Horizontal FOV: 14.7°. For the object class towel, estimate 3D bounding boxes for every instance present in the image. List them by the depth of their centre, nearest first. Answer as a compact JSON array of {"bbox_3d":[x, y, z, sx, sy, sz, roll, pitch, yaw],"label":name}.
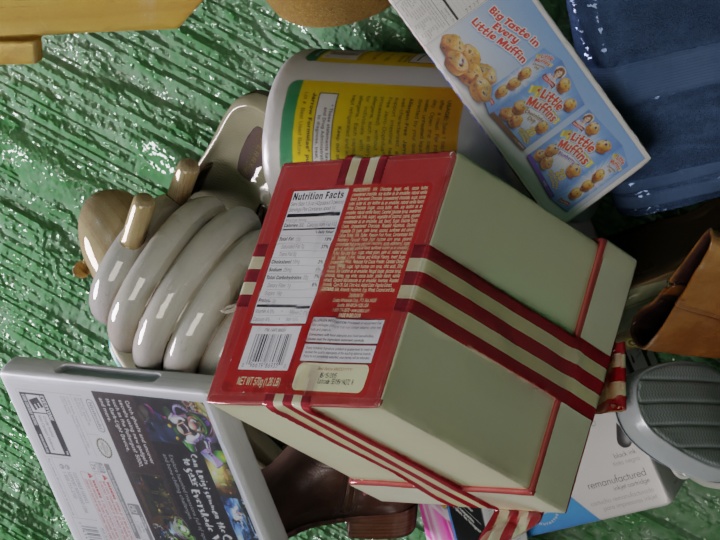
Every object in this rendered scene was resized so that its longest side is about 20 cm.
[{"bbox_3d":[0.184,-0.135,1.664,0.111,0.049,0.201,-11,114,5],"label":"towel"}]

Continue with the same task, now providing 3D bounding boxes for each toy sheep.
[{"bbox_3d":[-0.099,0.015,1.781,0.200,0.138,0.138,37,125,13],"label":"toy sheep"}]

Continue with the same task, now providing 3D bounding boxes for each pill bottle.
[{"bbox_3d":[0.049,-0.078,1.736,0.199,0.113,0.113,4,117,23],"label":"pill bottle"}]

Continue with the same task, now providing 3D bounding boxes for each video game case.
[{"bbox_3d":[-0.130,0.147,1.814,0.181,0.023,0.201,4,126,37],"label":"video game case"}]

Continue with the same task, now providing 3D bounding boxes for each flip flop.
[{"bbox_3d":[-0.089,-0.032,1.857,0.081,0.058,0.201,32,131,8],"label":"flip flop"}]

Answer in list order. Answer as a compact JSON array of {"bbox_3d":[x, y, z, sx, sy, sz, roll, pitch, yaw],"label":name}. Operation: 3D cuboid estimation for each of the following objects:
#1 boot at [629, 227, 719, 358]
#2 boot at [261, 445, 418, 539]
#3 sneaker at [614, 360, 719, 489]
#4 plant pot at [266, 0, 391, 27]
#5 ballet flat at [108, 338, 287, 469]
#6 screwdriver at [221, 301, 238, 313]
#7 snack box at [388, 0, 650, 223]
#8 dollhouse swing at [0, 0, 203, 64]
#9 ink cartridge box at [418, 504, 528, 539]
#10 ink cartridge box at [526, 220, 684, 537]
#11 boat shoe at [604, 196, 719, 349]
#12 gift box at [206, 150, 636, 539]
[{"bbox_3d":[0.284,0.002,1.639,0.199,0.069,0.188,17,140,-22],"label":"boot"},{"bbox_3d":[-0.039,0.082,1.849,0.185,0.064,0.201,-2,116,-14],"label":"boot"},{"bbox_3d":[0.215,0.106,1.715,0.071,0.199,0.073,-25,60,39],"label":"sneaker"},{"bbox_3d":[-0.032,-0.254,1.664,0.185,0.187,0.201,4,132,24],"label":"plant pot"},{"bbox_3d":[-0.087,0.095,1.919,0.069,0.070,0.200,-32,109,34],"label":"ballet flat"},{"bbox_3d":[0.000,0.000,1.736,0.029,0.199,0.028,5,109,52],"label":"screwdriver"},{"bbox_3d":[0.085,-0.125,1.637,0.072,0.024,0.200,-36,97,2],"label":"snack box"},{"bbox_3d":[-0.207,-0.256,1.812,0.175,0.182,0.201,-11,118,-16],"label":"dollhouse swing"},{"bbox_3d":[0.070,0.144,1.825,0.095,0.037,0.201,44,155,42],"label":"ink cartridge box"},{"bbox_3d":[0.123,0.062,1.798,0.116,0.068,0.201,-17,106,31],"label":"ink cartridge box"},{"bbox_3d":[0.229,-0.003,1.707,0.199,0.074,0.067,-14,130,15],"label":"boat shoe"},{"bbox_3d":[0.035,0.055,1.644,0.186,0.201,0.184,29,165,-37],"label":"gift box"}]
